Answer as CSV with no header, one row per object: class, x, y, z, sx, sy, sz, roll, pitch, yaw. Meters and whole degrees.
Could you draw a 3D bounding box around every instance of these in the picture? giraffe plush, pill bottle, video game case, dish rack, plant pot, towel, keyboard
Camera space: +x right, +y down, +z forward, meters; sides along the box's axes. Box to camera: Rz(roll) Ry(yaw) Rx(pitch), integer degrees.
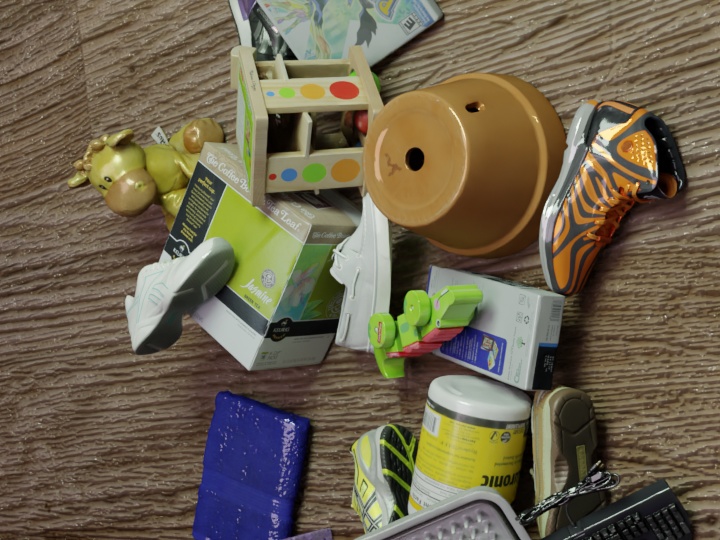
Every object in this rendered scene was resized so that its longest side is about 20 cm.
giraffe plush,-0.271,-0.124,1.627,0.200,0.162,0.173,39,115,32
pill bottle,0.110,0.220,1.345,0.111,0.111,0.201,19,105,38
video game case,-0.031,-0.323,1.453,0.182,0.022,0.200,-30,102,35
dish rack,0.087,0.306,1.293,0.200,0.044,0.172,-26,109,15
plant pot,0.097,-0.112,1.334,0.200,0.140,0.201,1,92,39
towel,-0.133,0.261,1.597,0.147,0.050,0.201,15,100,32
keyboard,0.212,0.258,1.233,0.200,0.021,0.127,-30,109,11

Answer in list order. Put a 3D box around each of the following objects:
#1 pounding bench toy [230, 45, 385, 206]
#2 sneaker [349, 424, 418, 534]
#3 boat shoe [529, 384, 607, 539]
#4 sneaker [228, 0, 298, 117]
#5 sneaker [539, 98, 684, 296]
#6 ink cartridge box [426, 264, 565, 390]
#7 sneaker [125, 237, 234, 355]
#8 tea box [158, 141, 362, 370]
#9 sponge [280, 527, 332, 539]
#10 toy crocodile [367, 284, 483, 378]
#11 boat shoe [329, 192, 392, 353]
pounding bench toy,-0.058,-0.188,1.439,0.124,0.156,0.200,97,163,-44
sneaker,0.032,0.278,1.446,0.076,0.075,0.201,-19,68,46
boat shoe,0.205,0.215,1.305,0.076,0.071,0.201,-173,83,-66
sneaker,-0.094,-0.275,1.538,0.087,0.076,0.200,-28,73,30
sneaker,0.246,-0.064,1.249,0.112,0.077,0.201,18,102,39
ink cartridge box,0.134,0.056,1.348,0.200,0.039,0.100,19,104,57
sneaker,-0.219,0.015,1.474,0.200,0.070,0.080,-44,62,35
tea box,-0.114,-0.020,1.516,0.200,0.133,0.197,39,115,33
sponge,-0.061,0.411,1.492,0.030,0.111,0.201,-18,80,37
toy crocodile,0.066,0.062,1.360,0.200,0.067,0.062,-36,60,54
boat shoe,0.000,0.000,1.429,0.068,0.072,0.200,3,123,0
